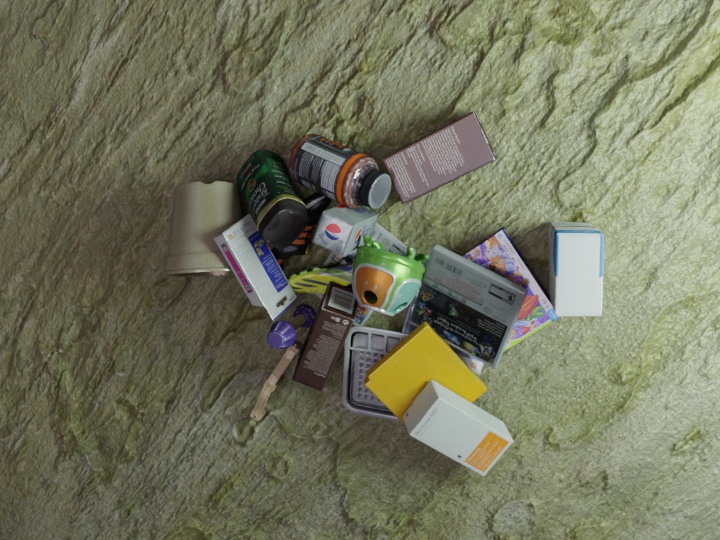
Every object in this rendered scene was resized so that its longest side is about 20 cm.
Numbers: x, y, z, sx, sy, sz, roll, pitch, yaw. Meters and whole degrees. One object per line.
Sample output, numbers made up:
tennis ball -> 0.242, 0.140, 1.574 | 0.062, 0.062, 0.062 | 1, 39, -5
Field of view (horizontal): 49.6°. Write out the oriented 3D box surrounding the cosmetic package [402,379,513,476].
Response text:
cosmetic package -> 0.194, 0.314, 1.551 | 0.199, 0.071, 0.102 | 31, 105, -20

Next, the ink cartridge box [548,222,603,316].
ink cartridge box -> 0.390, -0.008, 1.424 | 0.083, 0.200, 0.148 | 0, 100, 11

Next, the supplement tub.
supplement tub -> -0.037, -0.188, 1.519 | 0.199, 0.107, 0.108 | 27, 106, 29

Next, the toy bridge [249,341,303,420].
toy bridge -> -0.185, 0.239, 1.675 | 0.027, 0.067, 0.201 | 32, 106, 7

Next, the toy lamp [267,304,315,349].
toy lamp -> -0.140, 0.116, 1.574 | 0.058, 0.200, 0.059 | 2, 100, 14

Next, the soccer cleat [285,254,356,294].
soccer cleat -> -0.070, 0.026, 1.595 | 0.198, 0.065, 0.085 | -13, 98, 15

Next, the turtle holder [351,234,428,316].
turtle holder -> 0.048, 0.015, 1.508 | 0.139, 0.186, 0.133 | 16, 88, -3

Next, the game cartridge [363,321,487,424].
game cartridge -> 0.128, 0.225, 1.562 | 0.176, 0.032, 0.200 | -41, 109, 8

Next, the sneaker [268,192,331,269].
sneaker -> -0.123, -0.080, 1.614 | 0.199, 0.070, 0.090 | -37, 104, 17

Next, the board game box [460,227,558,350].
board game box -> 0.276, 0.038, 1.515 | 0.134, 0.045, 0.201 | -34, 90, 17

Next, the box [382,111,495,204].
box -> 0.153, -0.216, 1.507 | 0.198, 0.075, 0.101 | -24, 92, 18

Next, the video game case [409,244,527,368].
video game case -> 0.204, 0.070, 1.507 | 0.199, 0.023, 0.183 | 27, 123, 20

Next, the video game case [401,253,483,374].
video game case -> 0.188, 0.089, 1.582 | 0.180, 0.023, 0.202 | 19, 103, 10

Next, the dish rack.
dish rack -> 0.050, 0.208, 1.612 | 0.170, 0.044, 0.202 | 8, 111, 12

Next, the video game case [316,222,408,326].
video game case -> 0.000, 0.000, 1.616 | 0.143, 0.018, 0.201 | 37, 105, 5

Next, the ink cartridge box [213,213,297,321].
ink cartridge box -> -0.205, -0.004, 1.543 | 0.037, 0.095, 0.201 | -22, 104, 37

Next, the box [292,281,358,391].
box -> -0.070, 0.133, 1.578 | 0.074, 0.100, 0.201 | 19, 122, -4

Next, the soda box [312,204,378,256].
soda box -> -0.026, -0.083, 1.494 | 0.068, 0.200, 0.064 | 24, 105, 10

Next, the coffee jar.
coffee jar -> -0.174, -0.141, 1.549 | 0.104, 0.085, 0.201 | -48, 48, 22

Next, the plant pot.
plant pot -> -0.313, -0.084, 1.604 | 0.198, 0.200, 0.186 | -4, 87, 14
